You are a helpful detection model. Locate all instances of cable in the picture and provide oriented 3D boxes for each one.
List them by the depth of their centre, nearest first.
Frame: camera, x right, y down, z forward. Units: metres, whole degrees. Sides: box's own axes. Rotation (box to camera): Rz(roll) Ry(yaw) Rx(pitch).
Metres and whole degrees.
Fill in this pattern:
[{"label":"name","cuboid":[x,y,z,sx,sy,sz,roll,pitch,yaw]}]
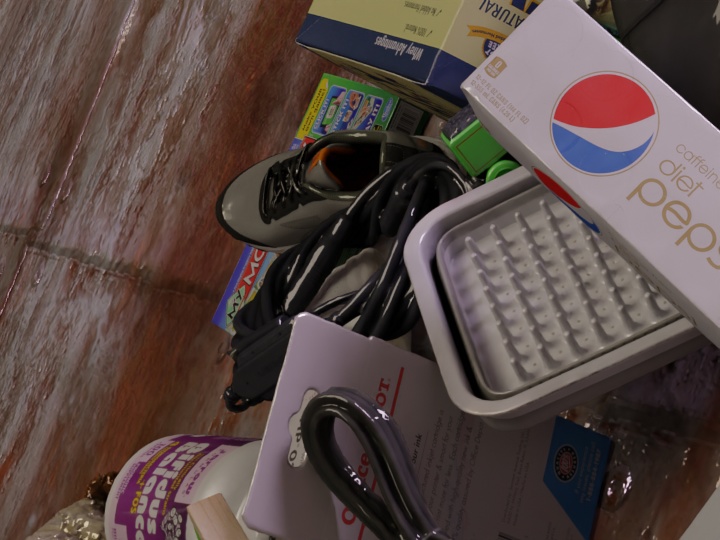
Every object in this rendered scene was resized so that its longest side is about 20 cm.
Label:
[{"label":"cable","cuboid":[0.047,0.138,0.969,0.200,0.050,0.097,42,129,24]},{"label":"cable","cuboid":[0.000,0.000,1.212,0.200,0.051,0.163,-38,16,33]}]

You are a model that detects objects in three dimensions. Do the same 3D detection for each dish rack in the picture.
[{"label":"dish rack","cuboid":[0.129,-0.003,1.050,0.199,0.044,0.172,-25,39,7]}]

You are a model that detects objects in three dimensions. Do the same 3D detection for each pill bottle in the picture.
[{"label":"pill bottle","cuboid":[-0.073,0.159,1.286,0.200,0.112,0.113,-6,64,60]}]

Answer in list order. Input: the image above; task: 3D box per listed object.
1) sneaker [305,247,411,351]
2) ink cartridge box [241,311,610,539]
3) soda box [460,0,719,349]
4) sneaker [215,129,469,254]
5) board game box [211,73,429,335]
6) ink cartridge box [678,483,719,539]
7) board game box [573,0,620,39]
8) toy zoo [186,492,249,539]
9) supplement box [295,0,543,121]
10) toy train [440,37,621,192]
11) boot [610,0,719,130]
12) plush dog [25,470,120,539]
[{"label":"sneaker","cuboid":[-0.015,0.066,1.260,0.088,0.075,0.200,-25,25,13]},{"label":"ink cartridge box","cuboid":[0.022,0.109,1.057,0.068,0.199,0.116,-14,56,57]},{"label":"soda box","cuboid":[0.140,-0.036,0.956,0.068,0.064,0.200,-45,68,-1]},{"label":"sneaker","cuboid":[-0.025,-0.060,1.357,0.200,0.079,0.074,-10,68,41]},{"label":"board game box","cuboid":[-0.030,-0.035,1.454,0.134,0.029,0.201,25,91,62]},{"label":"ink cartridge box","cuboid":[0.191,0.167,0.882,0.200,0.040,0.200,-57,28,17]},{"label":"board game box","cuboid":[0.205,-0.202,1.076,0.135,0.028,0.201,22,88,22]},{"label":"toy zoo","cuboid":[-0.033,0.222,1.009,0.131,0.020,0.201,-131,23,-59]},{"label":"supplement box","cuboid":[0.090,-0.187,1.240,0.200,0.134,0.200,-65,27,2]},{"label":"toy train","cuboid":[0.129,-0.115,1.129,0.200,0.056,0.042,-39,17,3]},{"label":"boot","cuboid":[0.205,-0.120,0.984,0.200,0.077,0.139,-18,72,50]},{"label":"plush dog","cuboid":[-0.206,0.228,1.463,0.201,0.160,0.172,-63,4,6]}]
